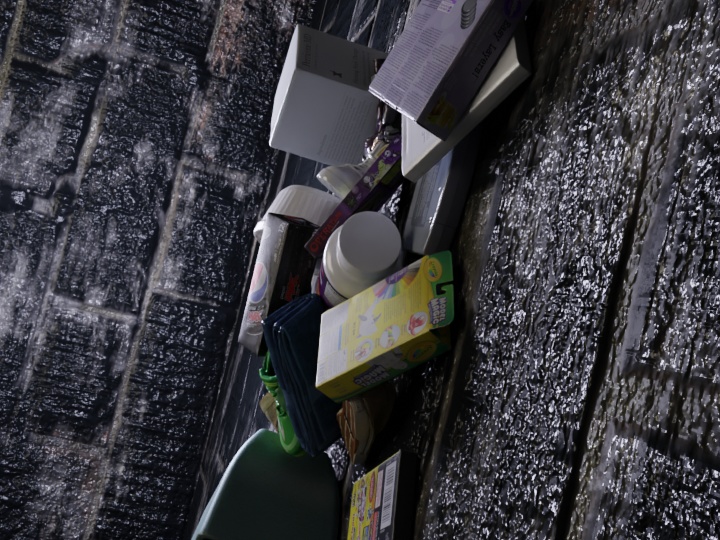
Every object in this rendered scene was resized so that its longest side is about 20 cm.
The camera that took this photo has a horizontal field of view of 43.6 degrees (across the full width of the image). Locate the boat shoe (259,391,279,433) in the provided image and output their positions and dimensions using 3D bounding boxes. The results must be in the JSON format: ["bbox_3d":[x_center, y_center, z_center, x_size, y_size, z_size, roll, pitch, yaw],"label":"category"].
[{"bbox_3d":[-0.087,0.183,1.379,0.065,0.070,0.200,59,138,19],"label":"boat shoe"}]

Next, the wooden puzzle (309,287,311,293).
[{"bbox_3d":[-0.094,0.057,1.448,0.200,0.045,0.190,118,145,-74],"label":"wooden puzzle"}]

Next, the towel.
[{"bbox_3d":[-0.065,0.141,1.243,0.048,0.111,0.204,-3,111,38],"label":"towel"}]

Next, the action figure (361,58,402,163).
[{"bbox_3d":[0.043,-0.245,1.476,0.130,0.068,0.205,-162,83,-70],"label":"action figure"}]

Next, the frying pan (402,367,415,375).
[{"bbox_3d":[0.052,0.079,1.169,0.190,0.030,0.118,152,132,-69],"label":"frying pan"}]

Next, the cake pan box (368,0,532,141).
[{"bbox_3d":[0.097,-0.265,1.066,0.186,0.052,0.200,-56,26,8],"label":"cake pan box"}]

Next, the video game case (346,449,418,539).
[{"bbox_3d":[0.017,0.329,1.045,0.181,0.025,0.204,128,153,-60],"label":"video game case"}]

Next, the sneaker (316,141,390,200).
[{"bbox_3d":[0.006,-0.151,1.343,0.116,0.073,0.200,-51,-14,5],"label":"sneaker"}]

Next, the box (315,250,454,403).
[{"bbox_3d":[0.036,0.065,1.061,0.198,0.048,0.119,-31,38,31],"label":"box"}]

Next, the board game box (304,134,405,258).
[{"bbox_3d":[0.008,-0.099,1.270,0.201,0.032,0.120,-50,-15,8],"label":"board game box"}]

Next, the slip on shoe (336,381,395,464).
[{"bbox_3d":[0.007,0.194,1.172,0.201,0.059,0.077,94,156,-58],"label":"slip on shoe"}]

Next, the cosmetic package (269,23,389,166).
[{"bbox_3d":[-0.047,-0.305,1.619,0.169,0.196,0.168,-92,22,-50],"label":"cosmetic package"}]

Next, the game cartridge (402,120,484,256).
[{"bbox_3d":[0.105,-0.117,1.133,0.133,0.040,0.205,-151,75,-80],"label":"game cartridge"}]

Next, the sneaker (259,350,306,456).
[{"bbox_3d":[-0.109,0.164,1.282,0.073,0.083,0.205,-2,93,43],"label":"sneaker"}]

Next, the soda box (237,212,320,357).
[{"bbox_3d":[-0.118,0.023,1.326,0.063,0.070,0.205,25,103,49],"label":"soda box"}]

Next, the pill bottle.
[{"bbox_3d":[0.000,0.000,1.216,0.201,0.109,0.114,109,171,-67],"label":"pill bottle"}]

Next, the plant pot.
[{"bbox_3d":[-0.135,0.358,1.325,0.197,0.192,0.203,121,167,-50],"label":"plant pot"}]

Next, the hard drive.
[{"bbox_3d":[0.119,-0.211,1.060,0.200,0.026,0.134,-42,33,38],"label":"hard drive"}]

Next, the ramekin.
[{"bbox_3d":[-0.072,-0.062,1.496,0.096,0.199,0.202,-66,11,-14],"label":"ramekin"}]
